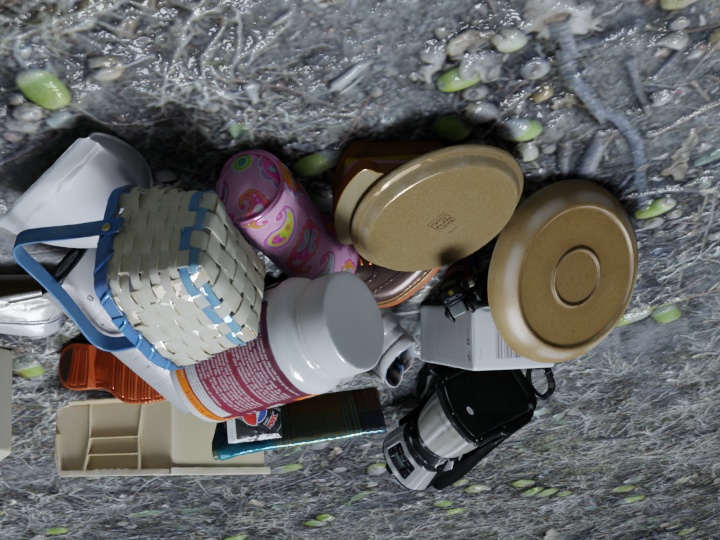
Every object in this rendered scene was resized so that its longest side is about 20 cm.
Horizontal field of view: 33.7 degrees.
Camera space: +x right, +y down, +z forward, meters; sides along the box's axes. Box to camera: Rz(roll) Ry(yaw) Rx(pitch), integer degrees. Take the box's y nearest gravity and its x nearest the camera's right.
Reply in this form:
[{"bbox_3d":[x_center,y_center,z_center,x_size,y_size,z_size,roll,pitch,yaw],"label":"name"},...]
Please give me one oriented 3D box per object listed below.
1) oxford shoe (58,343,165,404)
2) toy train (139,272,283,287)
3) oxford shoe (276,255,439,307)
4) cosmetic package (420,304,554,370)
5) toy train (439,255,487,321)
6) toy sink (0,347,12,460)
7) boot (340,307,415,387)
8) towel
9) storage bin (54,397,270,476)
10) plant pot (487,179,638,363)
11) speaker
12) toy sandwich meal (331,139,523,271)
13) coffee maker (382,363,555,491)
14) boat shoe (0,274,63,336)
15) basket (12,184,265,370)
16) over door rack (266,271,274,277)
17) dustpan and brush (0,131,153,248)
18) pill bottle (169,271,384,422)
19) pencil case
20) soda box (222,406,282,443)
[{"bbox_3d":[-0.266,0.116,1.391,0.198,0.072,0.072,6,178,39],"label":"oxford shoe"},{"bbox_3d":[-0.153,0.005,1.223,0.197,0.034,0.046,16,154,6],"label":"toy train"},{"bbox_3d":[0.000,0.000,1.297,0.198,0.072,0.072,-23,141,22],"label":"oxford shoe"},{"bbox_3d":[0.143,0.074,1.383,0.100,0.075,0.200,-1,180,-15],"label":"cosmetic package"},{"bbox_3d":[0.110,0.013,1.285,0.034,0.046,0.200,-26,-177,13],"label":"toy train"},{"bbox_3d":[-0.513,0.152,1.359,0.198,0.132,0.112,17,143,-40],"label":"toy sink"},{"bbox_3d":[0.009,0.111,1.449,0.073,0.096,0.201,-32,161,-26],"label":"boot"},{"bbox_3d":[-0.071,0.176,1.379,0.197,0.022,0.147,-7,-167,-2],"label":"towel"},{"bbox_3d":[-0.250,0.212,1.498,0.196,0.095,0.199,-7,169,31],"label":"storage bin"},{"bbox_3d":[0.224,0.005,1.266,0.198,0.203,0.027,10,-172,-31],"label":"plant pot"},{"bbox_3d":[-0.230,0.058,1.232,0.081,0.082,0.200,-31,115,36],"label":"speaker"},{"bbox_3d":[0.064,-0.074,1.190,0.202,0.071,0.206,-15,147,-10],"label":"toy sandwich meal"},{"bbox_3d":[0.150,0.217,1.659,0.190,0.136,0.200,4,149,-24],"label":"coffee maker"},{"bbox_3d":[-0.409,0.024,1.239,0.197,0.071,0.071,4,122,-15],"label":"boat shoe"},{"bbox_3d":[-0.196,0.011,1.095,0.197,0.141,0.177,-11,142,15],"label":"basket"},{"bbox_3d":[-0.173,0.039,1.332,0.197,0.067,0.148,0,153,13],"label":"over door rack"},{"bbox_3d":[-0.233,-0.061,1.148,0.139,0.058,0.199,-38,135,23],"label":"dustpan and brush"},{"bbox_3d":[-0.082,0.073,1.158,0.198,0.116,0.114,-19,151,34],"label":"pill bottle"},{"bbox_3d":[-0.072,-0.040,1.188,0.086,0.089,0.200,-17,152,15],"label":"pencil case"},{"bbox_3d":[-0.135,0.134,1.383,0.062,0.072,0.200,-6,-168,-11],"label":"soda box"}]
